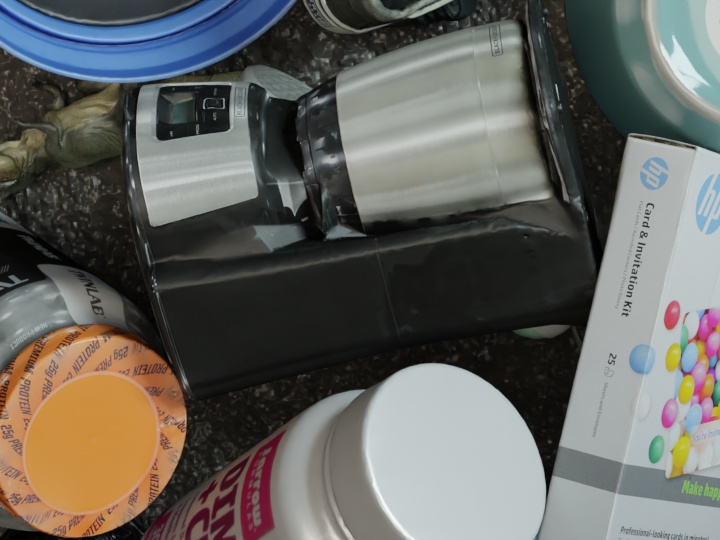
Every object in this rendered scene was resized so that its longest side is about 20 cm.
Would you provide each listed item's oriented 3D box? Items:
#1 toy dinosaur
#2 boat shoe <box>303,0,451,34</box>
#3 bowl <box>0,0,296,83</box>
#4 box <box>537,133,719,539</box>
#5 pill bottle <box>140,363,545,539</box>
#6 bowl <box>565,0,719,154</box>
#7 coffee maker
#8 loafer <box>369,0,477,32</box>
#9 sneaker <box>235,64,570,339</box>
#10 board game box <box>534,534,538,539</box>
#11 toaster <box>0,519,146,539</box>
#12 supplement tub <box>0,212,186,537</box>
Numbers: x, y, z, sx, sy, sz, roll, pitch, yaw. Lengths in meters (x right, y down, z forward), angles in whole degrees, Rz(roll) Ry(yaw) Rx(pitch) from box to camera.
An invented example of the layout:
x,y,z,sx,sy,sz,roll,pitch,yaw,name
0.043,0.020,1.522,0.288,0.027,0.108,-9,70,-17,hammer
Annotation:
x,y,z,sx,sy,sz,roll,pitch,yaw,name
-0.114,-0.092,1.447,0.199,0.048,0.088,-13,115,8,toy dinosaur
0.063,-0.170,1.351,0.200,0.064,0.071,-41,113,-24,boat shoe
-0.106,-0.185,1.346,0.200,0.039,0.201,-8,119,-15,bowl
0.150,0.051,1.320,0.041,0.156,0.201,12,89,35,box
-0.011,0.122,1.319,0.113,0.113,0.200,51,138,-2,pill bottle
0.191,-0.127,1.365,0.200,0.105,0.202,1,98,8,bowl
0.006,-0.009,1.321,0.199,0.135,0.193,-12,99,8,coffee maker
-0.002,-0.211,1.399,0.072,0.073,0.201,-12,96,15,loafer
0.000,0.000,1.433,0.200,0.074,0.118,33,110,-3,sneaker
0.048,0.220,1.435,0.147,0.064,0.201,1,79,8,board game box
-0.134,0.205,1.429,0.200,0.181,0.119,44,105,-1,toaster
-0.168,0.046,1.388,0.122,0.200,0.123,-10,111,-29,supplement tub
